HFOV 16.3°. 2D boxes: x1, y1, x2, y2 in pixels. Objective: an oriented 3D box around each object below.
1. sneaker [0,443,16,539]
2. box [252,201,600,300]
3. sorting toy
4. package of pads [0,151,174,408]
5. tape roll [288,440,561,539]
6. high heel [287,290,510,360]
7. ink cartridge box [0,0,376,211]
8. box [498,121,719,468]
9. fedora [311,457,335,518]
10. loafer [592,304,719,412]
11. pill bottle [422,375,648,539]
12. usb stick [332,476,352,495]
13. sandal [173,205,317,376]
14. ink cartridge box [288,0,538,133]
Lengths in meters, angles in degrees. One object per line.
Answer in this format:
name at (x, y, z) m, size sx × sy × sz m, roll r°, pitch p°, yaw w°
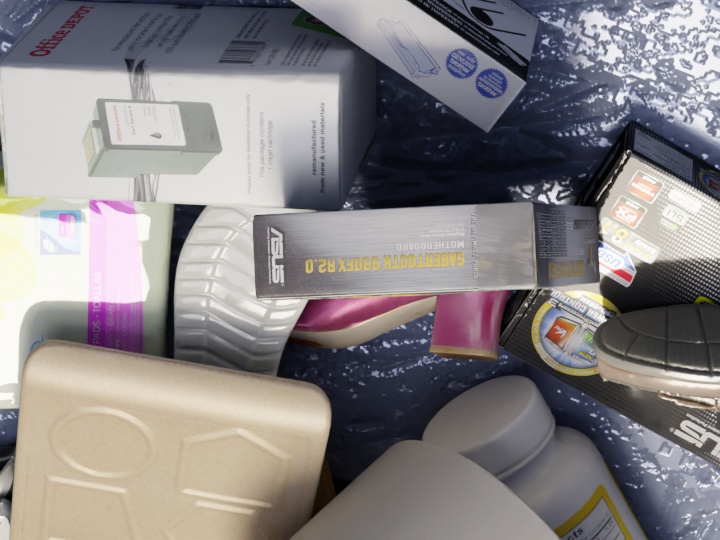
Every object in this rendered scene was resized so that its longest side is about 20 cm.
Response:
sneaker at (-0.207, 0.177, 1.673) m, size 0.198 × 0.080 × 0.130 m, roll 20°, pitch 128°, yaw 10°
box at (0.042, -0.011, 1.426) m, size 0.157 × 0.200 × 0.049 m, roll -2°, pitch 90°, yaw 15°
sorting toy at (-0.120, 0.128, 1.542) m, size 0.184 × 0.037 × 0.201 m, roll 10°, pitch 131°, yaw -3°
package of pads at (-0.214, 0.008, 1.520) m, size 0.199 × 0.068 × 0.155 m, roll 0°, pitch 115°, yaw -9°
tape roll at (0.039, 0.222, 1.510) m, size 0.202 × 0.139 × 0.203 m, roll 39°, pitch 153°, yaw 24°
high heel at (0.000, 0.000, 1.572) m, size 0.199 × 0.067 × 0.097 m, roll 4°, pitch 82°, yaw 24°
ink cartridge box at (-0.098, -0.099, 1.469) m, size 0.199 × 0.146 × 0.085 m, roll 3°, pitch 111°, yaw 9°
box at (0.208, 0.025, 1.547) m, size 0.199 × 0.044 × 0.161 m, roll 29°, pitch 118°, yaw -7°
fedora at (-0.106, 0.143, 1.635) m, size 0.199 × 0.082 × 0.202 m, roll 2°, pitch 112°, yaw 4°
loafer at (0.239, 0.062, 1.501) m, size 0.199 × 0.072 × 0.063 m, roll -1°, pitch 125°, yaw 6°
pill bottle at (0.120, 0.170, 1.600) m, size 0.111 × 0.111 × 0.201 m, roll -22°, pitch 112°, yaw 19°
usb stick at (-0.034, 0.227, 1.700) m, size 0.055 × 0.033 × 0.201 m, roll 13°, pitch 119°, yaw 3°
sandal at (-0.076, 0.026, 1.532) m, size 0.082 × 0.050 × 0.204 m, roll 14°, pitch 113°, yaw -3°
ink cartridge box at (0.008, -0.167, 1.449) m, size 0.199 × 0.094 × 0.044 m, roll 33°, pitch 118°, yaw -9°
